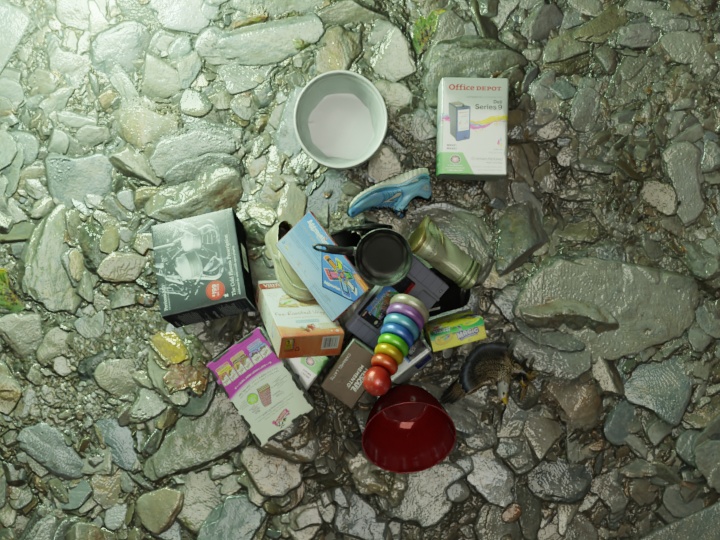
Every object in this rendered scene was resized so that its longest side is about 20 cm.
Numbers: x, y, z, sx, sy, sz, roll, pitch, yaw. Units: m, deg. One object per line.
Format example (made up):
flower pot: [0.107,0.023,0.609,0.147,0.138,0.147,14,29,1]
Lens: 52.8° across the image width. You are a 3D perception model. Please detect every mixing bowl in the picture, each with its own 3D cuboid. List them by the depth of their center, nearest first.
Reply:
mixing bowl: [0.097,0.317,1.531,0.195,0.109,0.203,-2,123,-3]

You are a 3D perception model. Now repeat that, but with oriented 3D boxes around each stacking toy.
stacking toy: [0.058,0.147,1.384,0.084,0.086,0.202,30,61,-1]

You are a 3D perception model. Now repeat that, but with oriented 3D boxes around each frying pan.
frying pan: [0.010,-0.019,1.410,0.186,0.031,0.117,-12,107,8]

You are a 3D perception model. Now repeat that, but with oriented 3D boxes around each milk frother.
milk frother: [0.000,0.000,1.500,0.177,0.200,0.191,-22,91,-4]

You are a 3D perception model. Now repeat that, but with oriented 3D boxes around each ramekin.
ramekin: [-0.040,-0.312,1.541,0.195,0.105,0.205,0,91,1]

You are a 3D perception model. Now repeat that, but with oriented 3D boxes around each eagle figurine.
eagle figurine: [0.274,0.219,1.526,0.195,0.151,0.155,4,102,-7]

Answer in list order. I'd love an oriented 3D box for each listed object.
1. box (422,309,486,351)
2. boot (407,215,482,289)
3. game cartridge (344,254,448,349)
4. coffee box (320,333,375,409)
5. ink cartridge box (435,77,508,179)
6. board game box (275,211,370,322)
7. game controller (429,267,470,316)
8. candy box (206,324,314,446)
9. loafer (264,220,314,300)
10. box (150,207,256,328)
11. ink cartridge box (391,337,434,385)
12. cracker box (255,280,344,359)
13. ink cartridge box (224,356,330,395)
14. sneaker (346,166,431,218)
box: [0.192,0.123,1.500,0.115,0.200,0.049,-14,91,1]
boot: [0.176,-0.036,1.504,0.153,0.200,0.073,34,105,-4]
game cartridge: [0.074,0.071,1.477,0.129,0.038,0.201,36,98,-34]
coffee box: [-0.016,0.202,1.501,0.079,0.200,0.115,36,91,0]
ink cartridge box: [0.237,-0.300,1.543,0.142,0.088,0.205,2,89,1]
board game box: [-0.077,-0.008,1.450,0.103,0.019,0.201,-41,76,14]
game controller: [0.150,0.047,1.545,0.196,0.042,0.106,-12,119,-22]
candy box: [-0.202,0.234,1.485,0.135,0.061,0.202,-34,91,0]
loafer: [-0.145,-0.025,1.518,0.075,0.069,0.202,-11,55,-33]
box: [-0.328,-0.004,1.518,0.178,0.104,0.204,-13,72,1]
ink cartridge box: [0.102,0.192,1.509,0.099,0.200,0.039,-39,75,-1]
cracker box: [-0.128,0.094,1.484,0.131,0.201,0.059,-2,122,-24]
ink cartridge box: [-0.176,0.221,1.558,0.144,0.088,0.201,37,92,-1]
sneaker: [0.064,-0.151,1.558,0.196,0.078,0.092,-21,94,0]
